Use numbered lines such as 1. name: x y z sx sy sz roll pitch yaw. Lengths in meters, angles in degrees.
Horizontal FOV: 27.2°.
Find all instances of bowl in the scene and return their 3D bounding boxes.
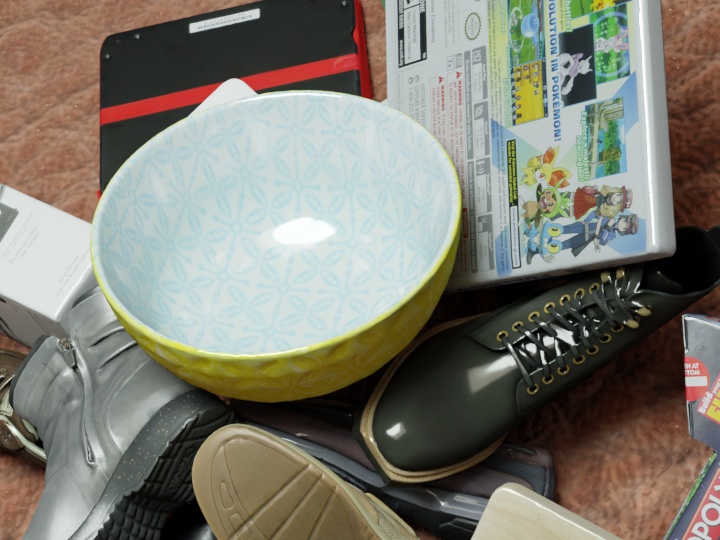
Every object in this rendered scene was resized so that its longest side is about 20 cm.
1. bowl: -0.040 0.005 0.818 0.199 0.108 0.200 -4 46 4

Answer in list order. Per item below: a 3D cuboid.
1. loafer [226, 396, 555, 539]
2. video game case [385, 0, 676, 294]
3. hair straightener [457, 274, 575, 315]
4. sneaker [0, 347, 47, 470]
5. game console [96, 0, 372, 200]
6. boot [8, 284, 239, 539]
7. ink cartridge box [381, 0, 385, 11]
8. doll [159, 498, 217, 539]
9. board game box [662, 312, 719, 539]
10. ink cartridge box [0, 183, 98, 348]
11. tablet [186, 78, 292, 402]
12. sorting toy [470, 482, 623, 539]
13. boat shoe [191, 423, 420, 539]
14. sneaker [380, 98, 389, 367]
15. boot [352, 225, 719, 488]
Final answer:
1. loafer: 0.016 0.105 0.856 0.199 0.072 0.063 20 64 -1
2. video game case: 0.086 -0.094 0.817 0.182 0.022 0.201 -11 76 44
3. hair straightener: 0.094 0.016 0.921 0.077 0.041 0.200 37 76 28
4. sneaker: -0.208 0.084 0.940 0.200 0.076 0.071 19 68 23
5. game console: -0.090 -0.116 1.054 0.199 0.031 0.177 -11 55 8
6. boot: -0.165 0.114 0.845 0.200 0.070 0.132 -47 54 0
7. ink cartridge box: 0.079 -0.155 0.961 0.083 0.147 0.200 -27 60 -1
8. doll: -0.092 0.170 0.873 0.136 0.048 0.200 39 73 9
9. board game box: 0.237 0.116 0.784 0.200 0.062 0.200 32 100 21
10. ink cartridge box: -0.233 -0.005 0.974 0.200 0.116 0.067 23 70 25
11. tablet: -0.062 -0.020 0.916 0.130 0.014 0.200 -46 62 -3
12. sorting toy: 0.108 0.238 0.717 0.200 0.070 0.199 27 98 19
13. boat shoe: -0.008 0.155 0.809 0.200 0.065 0.071 42 97 -5
14. sneaker: -0.001 0.001 0.940 0.115 0.081 0.200 37 82 25
15. boot: 0.099 0.036 0.798 0.200 0.138 0.078 -33 87 -33
